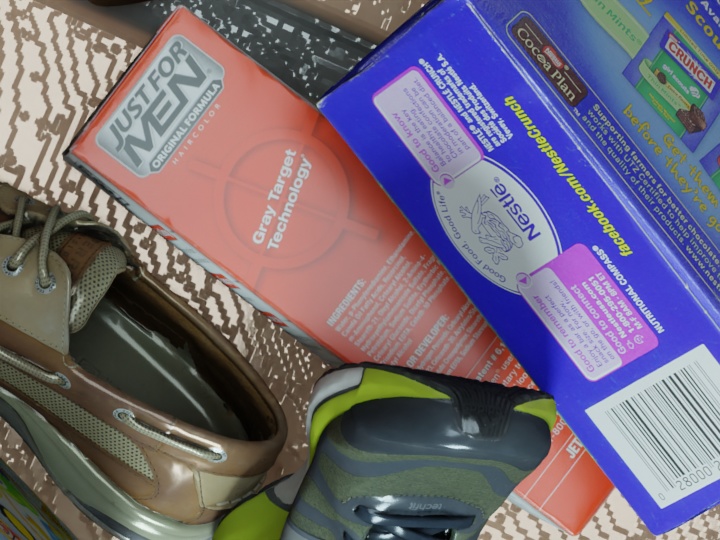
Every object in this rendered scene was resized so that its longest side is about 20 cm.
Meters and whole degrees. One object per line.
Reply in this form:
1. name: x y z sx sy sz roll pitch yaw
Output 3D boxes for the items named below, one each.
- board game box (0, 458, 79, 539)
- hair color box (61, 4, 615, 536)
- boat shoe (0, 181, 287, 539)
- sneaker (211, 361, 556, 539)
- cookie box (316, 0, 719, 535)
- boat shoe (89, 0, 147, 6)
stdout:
1. board game box: -0.138 0.111 0.841 0.105 0.200 0.103 -44 96 -3
2. hair color box: 0.000 0.000 0.903 0.200 0.102 0.061 37 87 -7
3. boat shoe: -0.104 0.006 0.895 0.200 0.072 0.076 39 44 -13
4. sneaker: 0.006 0.091 0.835 0.074 0.200 0.081 9 60 -14
5. cookie box: 0.105 -0.045 0.871 0.171 0.075 0.200 52 42 -5
6. boat shoe: -0.015 -0.155 0.917 0.200 0.071 0.065 -32 89 -13
